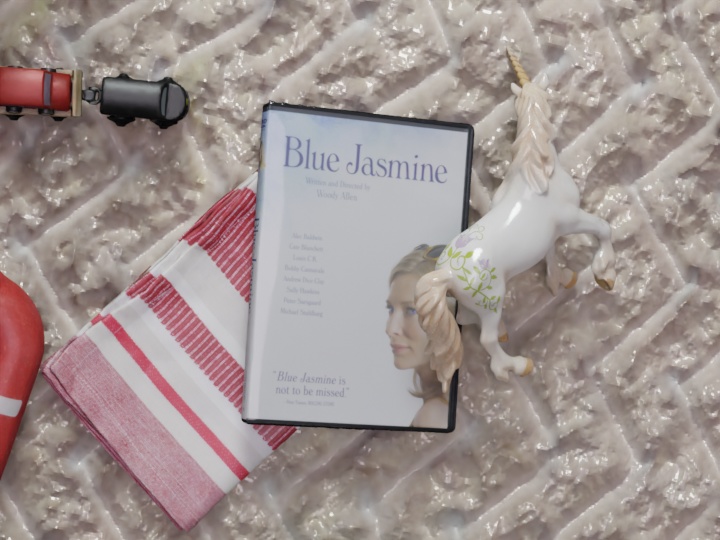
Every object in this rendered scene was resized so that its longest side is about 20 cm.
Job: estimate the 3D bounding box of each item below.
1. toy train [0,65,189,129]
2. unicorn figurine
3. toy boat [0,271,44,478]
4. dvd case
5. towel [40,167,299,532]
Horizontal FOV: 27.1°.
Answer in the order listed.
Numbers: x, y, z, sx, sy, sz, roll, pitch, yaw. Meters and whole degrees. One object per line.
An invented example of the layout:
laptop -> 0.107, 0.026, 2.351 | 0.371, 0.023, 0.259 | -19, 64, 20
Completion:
toy train -> -0.203, -0.109, 0.915 | 0.197, 0.046, 0.035 | 3, 93, -9
unicorn figurine -> 0.102, -0.026, 0.947 | 0.201, 0.073, 0.138 | -54, 129, -30
toy boat -> -0.269, 0.089, 0.876 | 0.129, 0.131, 0.202 | 19, 91, -10
dvd case -> 0.000, 0.000, 0.955 | 0.141, 0.018, 0.203 | 4, 88, -16
towel -> -0.086, 0.049, 0.958 | 0.200, 0.023, 0.144 | -42, 100, -4
